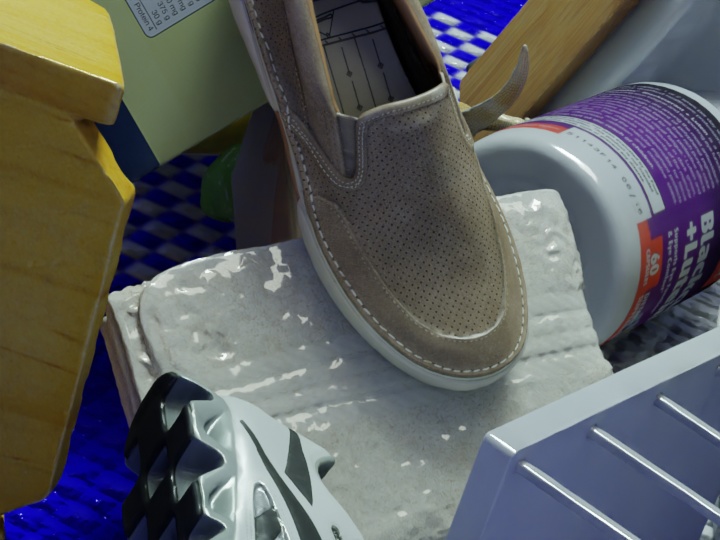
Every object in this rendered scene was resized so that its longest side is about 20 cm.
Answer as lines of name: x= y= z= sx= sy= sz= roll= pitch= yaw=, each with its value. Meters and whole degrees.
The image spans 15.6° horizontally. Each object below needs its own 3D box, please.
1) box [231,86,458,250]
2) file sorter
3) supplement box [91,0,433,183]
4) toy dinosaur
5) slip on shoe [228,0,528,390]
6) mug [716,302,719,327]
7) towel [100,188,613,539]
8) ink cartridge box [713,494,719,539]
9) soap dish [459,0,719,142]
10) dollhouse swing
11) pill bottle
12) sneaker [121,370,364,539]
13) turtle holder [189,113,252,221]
box: x=0.000 y=0.000 z=1.134 sx=0.094 sy=0.078 sz=0.201 roll=9 pitch=38 yaw=-15
file sorter: x=0.123 y=0.122 z=0.942 sx=0.124 sy=0.139 sz=0.200 roll=33 pitch=29 yaw=25
supplement box: x=-0.066 y=-0.146 z=1.113 sx=0.199 sy=0.135 sz=0.200 roll=-32 pitch=12 yaw=-9
toy dinosaur: x=0.039 y=-0.068 z=1.323 sx=0.101 sy=0.059 sz=0.199 roll=24 pitch=-14 yaw=-35
slip on shoe: x=0.011 y=-0.051 z=0.985 sx=0.076 sy=0.201 sz=0.061 roll=-19 pitch=-4 yaw=-23
mug: x=0.253 y=0.019 z=1.177 sx=0.152 sy=0.187 sz=0.149 roll=24 pitch=-7 yaw=-5
towel: x=0.006 y=0.049 z=1.009 sx=0.199 sy=0.034 sz=0.133 roll=-11 pitch=78 yaw=-21
ink cartridge box: x=0.251 y=0.089 z=1.201 sx=0.173 sy=0.044 sz=0.200 roll=17 pitch=25 yaw=2
soap dish: x=0.155 y=-0.125 z=1.391 sx=0.157 sy=0.200 sz=0.082 roll=-7 pitch=60 yaw=-41
dollhouse swing: x=-0.162 y=-0.034 z=1.000 sx=0.181 sy=0.201 sz=0.176 roll=19 pitch=24 yaw=5
pill bottle: x=0.126 y=-0.031 z=1.281 sx=0.111 sy=0.112 sz=0.200 roll=29 pitch=28 yaw=24
sneaker: x=-0.028 y=0.123 z=0.889 sx=0.088 sy=0.074 sz=0.201 roll=19 pitch=42 yaw=-24
turtle holder: x=-0.086 y=-0.110 z=1.292 sx=0.131 sy=0.187 sz=0.141 roll=-17 pitch=7 yaw=-38
